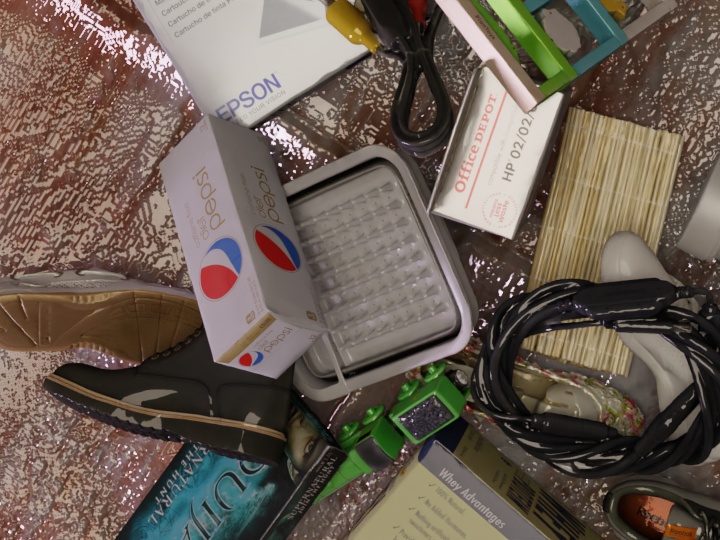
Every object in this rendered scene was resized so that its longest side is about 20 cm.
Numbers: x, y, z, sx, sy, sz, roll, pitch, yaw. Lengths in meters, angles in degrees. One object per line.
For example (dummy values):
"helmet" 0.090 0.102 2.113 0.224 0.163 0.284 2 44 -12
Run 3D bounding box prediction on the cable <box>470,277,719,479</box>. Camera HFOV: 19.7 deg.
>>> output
"cable" 0.182 0.084 1.565 0.199 0.051 0.164 -8 116 15

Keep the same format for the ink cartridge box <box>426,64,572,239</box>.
"ink cartridge box" 0.106 -0.090 1.546 0.068 0.200 0.116 19 98 6

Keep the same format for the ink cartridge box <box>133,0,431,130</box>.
"ink cartridge box" -0.077 -0.234 1.641 0.199 0.041 0.200 -32 90 10

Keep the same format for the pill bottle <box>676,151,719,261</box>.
"pill bottle" 0.345 -0.013 1.563 0.199 0.112 0.113 25 99 5

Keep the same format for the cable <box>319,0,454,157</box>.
"cable" 0.041 -0.161 1.540 0.097 0.050 0.200 -20 55 -5

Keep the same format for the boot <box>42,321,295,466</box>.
"boot" -0.138 0.065 1.634 0.199 0.077 0.139 14 79 12

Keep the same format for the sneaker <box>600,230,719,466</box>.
"sneaker" 0.256 0.052 1.585 0.088 0.075 0.200 -16 109 38

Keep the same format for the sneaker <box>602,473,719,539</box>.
"sneaker" 0.276 0.210 1.588 0.199 0.079 0.074 16 89 22

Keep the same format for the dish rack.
"dish rack" 0.000 0.000 1.616 0.200 0.043 0.172 -22 91 42

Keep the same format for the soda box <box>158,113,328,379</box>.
"soda box" -0.091 -0.020 1.581 0.068 0.064 0.201 -43 49 29

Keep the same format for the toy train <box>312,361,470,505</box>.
"toy train" 0.008 0.136 1.624 0.042 0.056 0.200 46 123 -11

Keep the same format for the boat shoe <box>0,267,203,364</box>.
"boat shoe" -0.206 0.027 1.672 0.199 0.069 0.071 6 119 -12

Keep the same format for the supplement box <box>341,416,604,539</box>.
"supplement box" 0.077 0.256 1.618 0.200 0.134 0.200 40 100 2

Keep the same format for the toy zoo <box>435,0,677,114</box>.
"toy zoo" 0.146 -0.210 1.502 0.200 0.020 0.131 -36 87 -35

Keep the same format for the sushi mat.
"sushi mat" 0.187 -0.021 1.636 0.095 0.012 0.201 13 97 6

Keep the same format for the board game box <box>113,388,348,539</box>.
"board game box" -0.106 0.183 1.652 0.200 0.028 0.135 -55 45 9

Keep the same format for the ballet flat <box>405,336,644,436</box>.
"ballet flat" 0.126 0.104 1.632 0.199 0.064 0.076 17 96 6

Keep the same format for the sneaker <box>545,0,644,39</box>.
"sneaker" 0.131 -0.253 1.590 0.200 0.100 0.070 25 118 -24
